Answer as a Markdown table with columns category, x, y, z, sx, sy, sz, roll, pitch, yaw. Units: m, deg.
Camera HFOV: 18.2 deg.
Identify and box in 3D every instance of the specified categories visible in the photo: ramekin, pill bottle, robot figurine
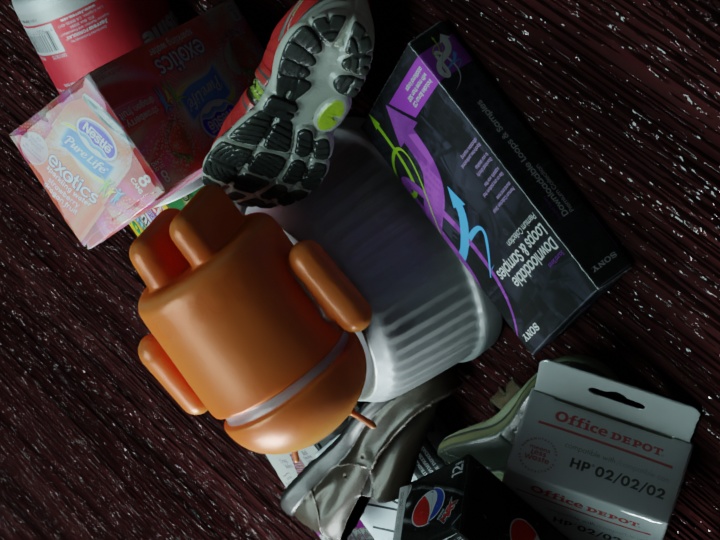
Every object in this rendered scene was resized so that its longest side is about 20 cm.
| category | x | y | z | sx | sy | sz | roll | pitch | yaw |
| --- | --- | --- | --- | --- | --- | --- | --- | --- | --- |
| ramekin | 0.000 | 0.000 | 1.627 | 0.200 | 0.105 | 0.201 | 45 | 155 | 27 |
| pill bottle | -0.185 | -0.156 | 1.783 | 0.112 | 0.112 | 0.201 | 12 | 132 | 60 |
| robot figurine | -0.074 | 0.042 | 1.534 | 0.200 | 0.144 | 0.117 | 54 | 173 | -12 |

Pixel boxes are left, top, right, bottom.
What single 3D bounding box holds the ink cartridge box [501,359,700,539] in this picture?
| category | x | y | z | sx | sy | sz | roll | pitch | yaw |
| --- | --- | --- | --- | --- | --- | --- | --- | --- | --- |
| ink cartridge box | 0.153 | 0.150 | 1.510 | 0.114 | 0.068 | 0.200 | 18 | 148 | 9 |

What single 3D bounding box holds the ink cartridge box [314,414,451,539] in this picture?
| category | x | y | z | sx | sy | sz | roll | pitch | yaw |
| --- | --- | --- | --- | --- | --- | --- | --- | --- | --- |
| ink cartridge box | 0.060 | 0.197 | 1.787 | 0.094 | 0.044 | 0.200 | -41 | 80 | 24 |

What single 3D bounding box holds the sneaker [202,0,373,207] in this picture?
| category | x | y | z | sx | sy | sz | roll | pitch | yaw |
| --- | --- | --- | --- | --- | --- | --- | --- | --- | --- |
| sneaker | -0.042 | -0.121 | 1.515 | 0.077 | 0.085 | 0.200 | 23 | 132 | -17 |

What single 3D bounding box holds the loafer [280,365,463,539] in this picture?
| category | x | y | z | sx | sy | sz | roll | pitch | yaw |
| --- | --- | --- | --- | --- | --- | --- | --- | --- | --- |
| loafer | 0.021 | 0.140 | 1.740 | 0.071 | 0.073 | 0.200 | 47 | 123 | 8 |

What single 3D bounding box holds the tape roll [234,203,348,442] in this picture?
| category | x | y | z | sx | sy | sz | roll | pitch | yaw |
| --- | --- | --- | --- | --- | --- | --- | --- | --- | --- |
| tape roll | -0.066 | 0.041 | 1.769 | 0.203 | 0.037 | 0.204 | -23 | -90 | -77 |

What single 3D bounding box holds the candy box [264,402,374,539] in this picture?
| category | x | y | z | sx | sy | sz | roll | pitch | yaw |
| --- | --- | --- | --- | --- | --- | --- | --- | --- | --- |
| candy box | -0.018 | 0.177 | 1.967 | 0.201 | 0.061 | 0.136 | 57 | 157 | -5 |

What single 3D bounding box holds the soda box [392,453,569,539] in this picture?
| category | x | y | z | sx | sy | sz | roll | pitch | yaw |
| --- | --- | --- | --- | --- | --- | --- | --- | --- | --- |
| soda box | 0.109 | 0.210 | 1.486 | 0.063 | 0.071 | 0.200 | -29 | 123 | 32 |

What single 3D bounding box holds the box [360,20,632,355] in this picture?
| category | x | y | z | sx | sy | sz | roll | pitch | yaw |
| --- | --- | --- | --- | --- | --- | --- | --- | --- | --- |
| box | 0.085 | -0.050 | 1.474 | 0.200 | 0.036 | 0.143 | 52 | 158 | 8 |

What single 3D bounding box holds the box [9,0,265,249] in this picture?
| category | x | y | z | sx | sy | sz | roll | pitch | yaw |
| --- | --- | --- | --- | --- | --- | --- | --- | --- | --- |
| box | -0.145 | -0.109 | 1.629 | 0.094 | 0.200 | 0.103 | -31 | 93 | 35 |

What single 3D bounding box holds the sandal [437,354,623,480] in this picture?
| category | x | y | z | sx | sy | sz | roll | pitch | yaw |
| --- | --- | --- | --- | --- | --- | --- | --- | --- | --- |
| sandal | 0.126 | 0.104 | 1.581 | 0.079 | 0.058 | 0.201 | 30 | 144 | -14 |

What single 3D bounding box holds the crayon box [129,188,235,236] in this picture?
| category | x | y | z | sx | sy | sz | roll | pitch | yaw |
| --- | --- | --- | --- | --- | --- | --- | --- | --- | --- |
| crayon box | -0.159 | -0.059 | 1.927 | 0.200 | 0.058 | 0.119 | 53 | 158 | 15 |
